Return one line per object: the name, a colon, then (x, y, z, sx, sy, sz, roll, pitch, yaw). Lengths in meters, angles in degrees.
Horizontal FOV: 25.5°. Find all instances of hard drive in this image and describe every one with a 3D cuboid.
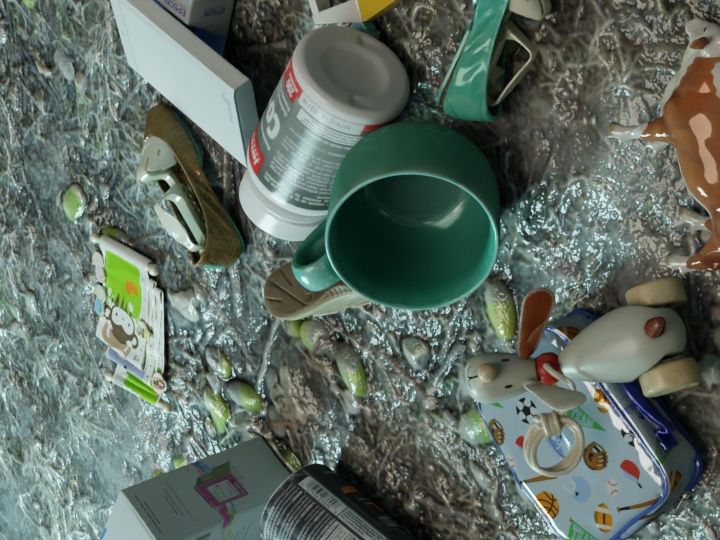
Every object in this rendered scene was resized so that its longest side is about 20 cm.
hard drive: (-0.180, -0.204, 1.648, 0.200, 0.027, 0.132, 40, 158, 25)

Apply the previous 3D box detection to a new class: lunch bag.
lunch bag: (0.203, 0.143, 1.397, 0.200, 0.075, 0.160, 54, 132, 17)

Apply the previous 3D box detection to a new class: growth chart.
growth chart: (-0.276, 0.060, 1.898, 0.145, 0.018, 0.201, 16, 115, 42)

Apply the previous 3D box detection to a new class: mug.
mug: (0.033, -0.058, 1.424, 0.184, 0.115, 0.152, 4, 127, 3)

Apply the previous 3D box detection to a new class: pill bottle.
pill bottle: (-0.002, 0.295, 1.641, 0.200, 0.106, 0.106, 35, 128, 31)
pill bottle: (-0.041, -0.125, 1.510, 0.114, 0.114, 0.200, 52, 139, 18)

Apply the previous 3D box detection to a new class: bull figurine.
bull figurine: (0.269, -0.094, 1.246, 0.121, 0.065, 0.200, -23, 86, 51)

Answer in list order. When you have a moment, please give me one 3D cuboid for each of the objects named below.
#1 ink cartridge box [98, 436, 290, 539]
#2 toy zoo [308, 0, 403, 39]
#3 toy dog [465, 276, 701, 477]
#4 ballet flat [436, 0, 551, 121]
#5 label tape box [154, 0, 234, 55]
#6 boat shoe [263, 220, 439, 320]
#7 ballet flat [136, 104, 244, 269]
ink cartridge box: (-0.182, 0.282, 1.754, 0.085, 0.200, 0.145, 50, 134, 25)
toy zoo: (-0.013, -0.312, 1.482, 0.131, 0.020, 0.201, -10, 98, 47)
toy dog: (0.185, 0.069, 1.301, 0.200, 0.096, 0.132, -34, 71, 4)
ballet flat: (0.124, -0.214, 1.359, 0.070, 0.067, 0.200, 23, 124, 10)
label tape box: (-0.194, -0.318, 1.634, 0.143, 0.066, 0.200, 38, 127, 30)
boat shoe: (0.000, 0.000, 1.559, 0.200, 0.065, 0.072, -23, 74, 29)
ballet flat: (-0.198, -0.087, 1.721, 0.068, 0.072, 0.200, -35, 79, 47)
